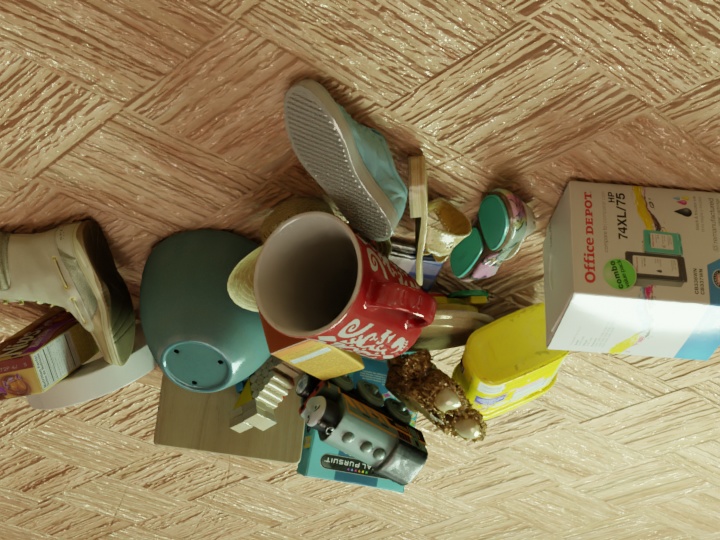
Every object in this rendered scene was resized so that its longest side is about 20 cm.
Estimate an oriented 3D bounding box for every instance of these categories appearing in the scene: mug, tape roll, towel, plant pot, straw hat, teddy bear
[{"bbox_3d":[-0.001,0.041,1.465,0.134,0.177,0.200,-50,151,6],"label":"mug"},{"bbox_3d":[-0.358,0.127,1.791,0.200,0.203,0.038,-12,106,24],"label":"tape roll"},{"bbox_3d":[0.000,0.000,1.680,0.197,0.024,0.147,8,152,-10],"label":"towel"},{"bbox_3d":[-0.188,0.070,1.646,0.196,0.136,0.202,5,134,5],"label":"plant pot"},{"bbox_3d":[-0.068,-0.036,1.555,0.198,0.086,0.202,-14,153,-7],"label":"straw hat"},{"bbox_3d":[0.103,0.160,1.745,0.145,0.067,0.200,44,169,-7],"label":"teddy bear"}]

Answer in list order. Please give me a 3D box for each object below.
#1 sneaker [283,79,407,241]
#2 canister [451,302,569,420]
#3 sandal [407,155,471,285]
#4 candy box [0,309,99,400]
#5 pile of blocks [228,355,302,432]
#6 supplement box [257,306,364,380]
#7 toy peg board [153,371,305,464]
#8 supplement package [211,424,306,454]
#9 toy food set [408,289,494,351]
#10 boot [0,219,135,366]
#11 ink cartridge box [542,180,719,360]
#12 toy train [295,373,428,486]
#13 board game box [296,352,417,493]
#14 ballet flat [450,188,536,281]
[{"bbox_3d":[-0.013,-0.130,1.409,0.073,0.082,0.201,-5,129,35],"label":"sneaker"},{"bbox_3d":[0.197,0.120,1.744,0.147,0.088,0.200,-22,164,-7],"label":"canister"},{"bbox_3d":[0.093,-0.052,1.525,0.068,0.079,0.213,-3,145,4],"label":"sandal"},{"bbox_3d":[-0.415,0.106,1.746,0.115,0.057,0.200,-11,-167,24],"label":"candy box"},{"bbox_3d":[-0.110,0.125,1.759,0.082,0.202,0.062,29,175,39],"label":"pile of blocks"},{"bbox_3d":[-0.057,0.082,1.615,0.068,0.067,0.200,-22,160,12],"label":"supplement box"},{"bbox_3d":[-0.175,0.151,1.812,0.196,0.204,0.098,9,169,-14],"label":"toy peg board"},{"bbox_3d":[-0.117,0.214,1.931,0.196,0.113,0.156,6,177,-6],"label":"supplement package"},{"bbox_3d":[0.082,0.068,1.745,0.194,0.050,0.200,-1,165,-8],"label":"toy food set"},{"bbox_3d":[-0.376,0.033,1.670,0.152,0.072,0.202,-4,121,17],"label":"boot"},{"bbox_3d":[0.319,0.002,1.527,0.196,0.149,0.147,4,152,-4],"label":"ink cartridge box"},{"bbox_3d":[0.003,0.203,1.745,0.199,0.114,0.086,32,108,-27],"label":"toy train"},{"bbox_3d":[0.004,0.195,1.848,0.149,0.203,0.047,13,175,-19],"label":"board game box"},{"bbox_3d":[0.164,-0.044,1.554,0.070,0.070,0.200,-9,159,-18],"label":"ballet flat"}]
